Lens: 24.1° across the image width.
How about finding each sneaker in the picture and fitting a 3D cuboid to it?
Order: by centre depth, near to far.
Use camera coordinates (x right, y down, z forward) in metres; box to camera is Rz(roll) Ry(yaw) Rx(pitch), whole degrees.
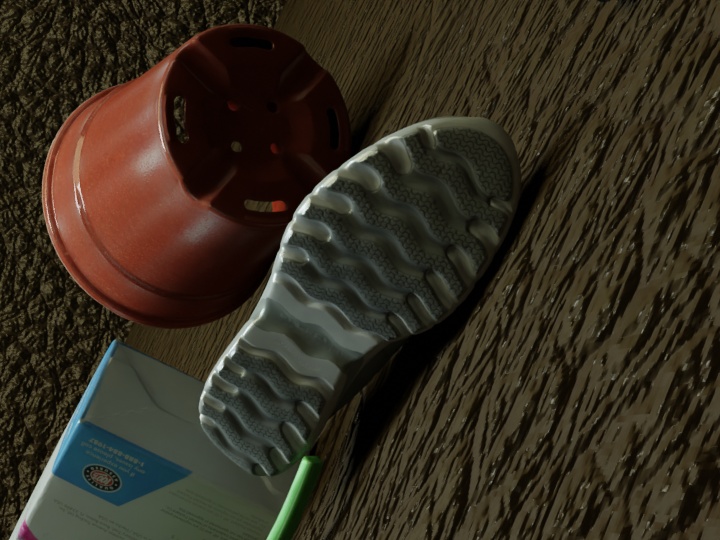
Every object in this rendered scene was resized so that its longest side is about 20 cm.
[{"bbox_3d":[0.000,0.000,0.723,0.200,0.075,0.082,-46,2,34],"label":"sneaker"}]

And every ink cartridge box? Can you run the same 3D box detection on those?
[{"bbox_3d":[-0.120,0.145,0.870,0.201,0.114,0.068,-57,11,35],"label":"ink cartridge box"}]

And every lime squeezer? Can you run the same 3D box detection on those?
[{"bbox_3d":[-0.071,0.155,0.770,0.199,0.037,0.071,-35,45,39],"label":"lime squeezer"}]

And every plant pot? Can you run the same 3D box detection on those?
[{"bbox_3d":[-0.112,-0.078,1.241,0.195,0.199,0.203,-30,34,60],"label":"plant pot"}]

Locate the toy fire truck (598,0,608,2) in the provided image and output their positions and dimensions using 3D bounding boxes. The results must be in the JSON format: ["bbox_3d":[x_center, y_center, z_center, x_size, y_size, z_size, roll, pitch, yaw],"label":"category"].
[{"bbox_3d":[0.115,-0.236,0.637,0.200,0.128,0.177,-41,21,37],"label":"toy fire truck"}]
